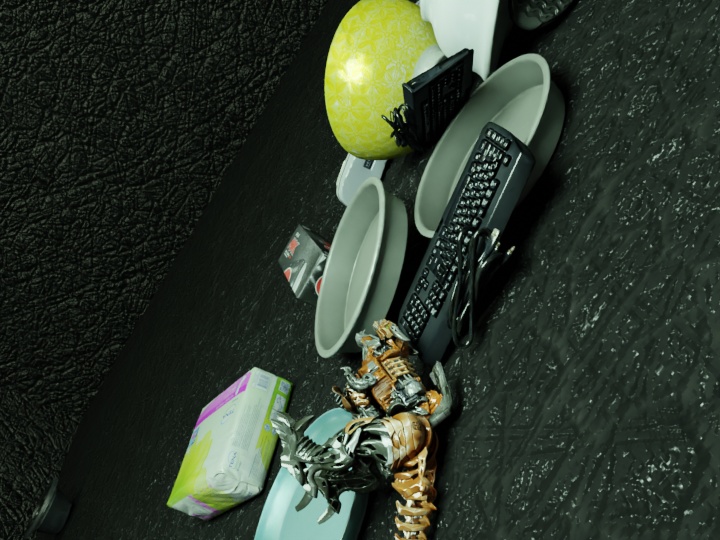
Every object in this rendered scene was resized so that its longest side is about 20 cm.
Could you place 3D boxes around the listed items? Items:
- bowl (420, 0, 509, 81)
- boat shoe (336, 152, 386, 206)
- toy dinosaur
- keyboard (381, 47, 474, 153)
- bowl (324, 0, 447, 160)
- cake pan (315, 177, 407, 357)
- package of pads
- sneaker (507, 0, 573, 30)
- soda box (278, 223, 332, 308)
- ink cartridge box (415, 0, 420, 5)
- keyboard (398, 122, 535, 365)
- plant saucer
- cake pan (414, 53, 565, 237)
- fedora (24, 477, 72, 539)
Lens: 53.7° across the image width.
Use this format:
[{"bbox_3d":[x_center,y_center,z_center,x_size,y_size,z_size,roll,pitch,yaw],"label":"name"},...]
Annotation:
[{"bbox_3d":[0.119,-0.312,0.768,0.201,0.089,0.204,13,-90,-79],"label":"bowl"},{"bbox_3d":[0.020,-0.186,1.029,0.202,0.070,0.070,-66,21,5],"label":"boat shoe"},{"bbox_3d":[0.012,0.132,0.553,0.134,0.103,0.201,-19,31,10],"label":"toy dinosaur"},{"bbox_3d":[0.079,-0.159,0.755,0.103,0.040,0.200,-30,-10,3],"label":"keyboard"},{"bbox_3d":[0.060,-0.227,0.862,0.107,0.200,0.202,17,76,36],"label":"bowl"},{"bbox_3d":[0.000,0.000,0.780,0.200,0.036,0.203,-164,90,-75],"label":"cake pan"},{"bbox_3d":[-0.175,0.234,0.933,0.200,0.068,0.156,-41,27,47],"label":"package of pads"},{"bbox_3d":[0.206,-0.333,0.775,0.090,0.069,0.202,116,175,-76],"label":"sneaker"},{"bbox_3d":[-0.060,-0.004,0.980,0.071,0.063,0.200,-59,19,5],"label":"soda box"},{"bbox_3d":[0.103,-0.394,1.144,0.199,0.042,0.120,-16,48,61],"label":"ink cartridge box"},{"bbox_3d":[0.079,-0.020,0.591,0.104,0.039,0.202,51,124,54],"label":"keyboard"},{"bbox_3d":[-0.045,0.229,0.670,0.201,0.027,0.201,-51,21,28],"label":"plant saucer"},{"bbox_3d":[0.125,-0.114,0.696,0.201,0.036,0.201,-51,21,28],"label":"cake pan"},{"bbox_3d":[-0.913,0.717,2.112,0.201,0.091,0.202,-50,22,29],"label":"fedora"}]
